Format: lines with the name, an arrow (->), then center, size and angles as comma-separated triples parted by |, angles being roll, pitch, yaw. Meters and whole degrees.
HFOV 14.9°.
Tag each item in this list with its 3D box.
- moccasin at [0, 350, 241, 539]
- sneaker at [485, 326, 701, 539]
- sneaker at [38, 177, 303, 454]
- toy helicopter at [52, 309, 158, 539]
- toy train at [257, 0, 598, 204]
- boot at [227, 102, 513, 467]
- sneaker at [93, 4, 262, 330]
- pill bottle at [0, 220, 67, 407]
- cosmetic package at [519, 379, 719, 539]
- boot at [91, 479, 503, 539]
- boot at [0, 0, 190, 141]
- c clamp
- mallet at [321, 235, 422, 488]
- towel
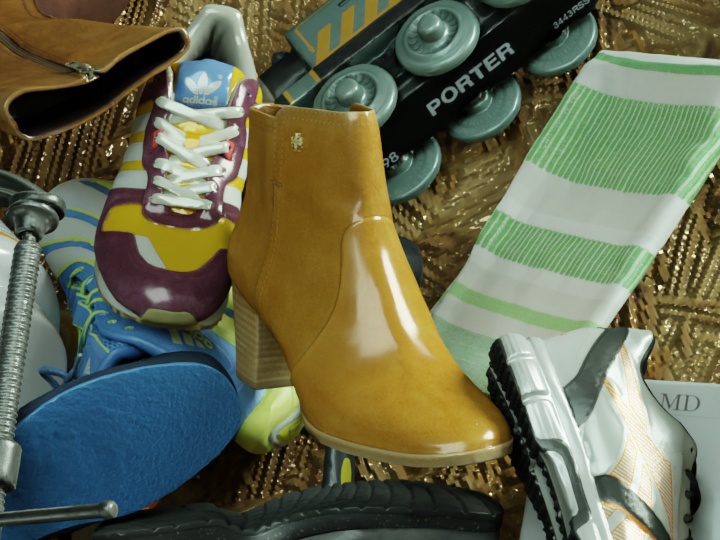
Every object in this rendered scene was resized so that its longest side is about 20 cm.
moccasin -> -0.154, 0.086, 1.297 | 0.199, 0.081, 0.068 | -23, 17, -1
sneaker -> 0.121, 0.111, 1.200 | 0.080, 0.074, 0.201 | -13, 70, -12
sneaker -> -0.116, 0.019, 1.381 | 0.200, 0.105, 0.076 | 38, 114, 29
toy helicopter -> -0.154, 0.101, 1.383 | 0.132, 0.079, 0.201 | -13, 49, 19
toy train -> 0.035, -0.121, 1.426 | 0.200, 0.085, 0.114 | -39, 46, 1
boot -> 0.000, 0.000, 1.253 | 0.201, 0.070, 0.145 | 22, 114, 51
sneaker -> -0.089, -0.054, 1.367 | 0.074, 0.090, 0.200 | 9, 36, -7
pill bottle -> -0.222, 0.011, 1.394 | 0.109, 0.109, 0.200 | -42, 39, -5
cosmetic package -> 0.124, 0.154, 1.262 | 0.101, 0.071, 0.201 | 2, 65, 20
boot -> -0.026, 0.173, 1.297 | 0.199, 0.070, 0.132 | -6, 95, 3
boot -> -0.149, -0.128, 1.421 | 0.188, 0.069, 0.200 | -26, 18, -30
c clamp -> -0.179, 0.036, 1.273 | 0.170, 0.027, 0.201 | -12, 62, 23
mallet -> -0.001, 0.075, 1.354 | 0.041, 0.066, 0.201 | -11, 80, 55
towel -> 0.103, -0.023, 1.338 | 0.200, 0.023, 0.152 | -54, 25, -11
